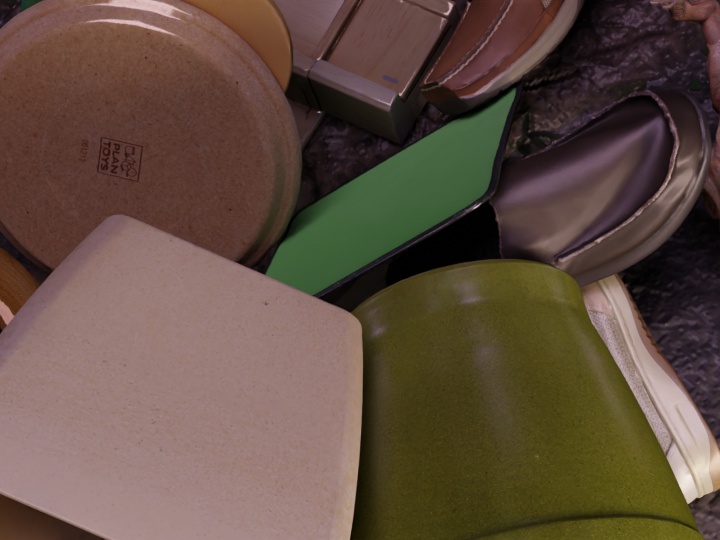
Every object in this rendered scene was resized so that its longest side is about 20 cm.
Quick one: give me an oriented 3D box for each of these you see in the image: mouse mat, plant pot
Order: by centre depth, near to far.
[{"bbox_3d":[-0.101,0.096,1.306,0.199,0.200,0.177,23,58,-4],"label":"plant pot"},{"bbox_3d":[0.066,0.105,1.344,0.200,0.200,0.193,-15,66,4],"label":"plant pot"},{"bbox_3d":[0.012,-0.033,1.438,0.161,0.200,0.008,-30,103,18],"label":"mouse mat"}]

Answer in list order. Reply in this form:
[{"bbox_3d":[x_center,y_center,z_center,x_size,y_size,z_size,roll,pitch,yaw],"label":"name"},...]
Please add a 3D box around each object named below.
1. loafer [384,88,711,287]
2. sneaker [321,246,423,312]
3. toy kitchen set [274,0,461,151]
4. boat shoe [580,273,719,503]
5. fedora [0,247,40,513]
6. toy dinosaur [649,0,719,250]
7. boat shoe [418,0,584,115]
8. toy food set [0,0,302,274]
[{"bbox_3d":[0.094,-0.025,1.399,0.200,0.071,0.073,-40,56,21],"label":"loafer"},{"bbox_3d":[0.000,0.000,1.488,0.079,0.074,0.200,34,75,30],"label":"sneaker"},{"bbox_3d":[-0.078,-0.141,1.509,0.200,0.181,0.163,24,73,21],"label":"toy kitchen set"},{"bbox_3d":[0.120,0.043,1.443,0.065,0.072,0.200,-28,68,-4],"label":"boat shoe"},{"bbox_3d":[-0.252,0.068,1.423,0.200,0.082,0.201,3,70,-8],"label":"fedora"},{"bbox_3d":[0.216,-0.107,1.483,0.086,0.136,0.200,19,40,25],"label":"toy dinosaur"},{"bbox_3d":[0.093,-0.174,1.535,0.074,0.076,0.200,46,66,-17],"label":"boat shoe"},{"bbox_3d":[-0.129,-0.073,1.493,0.197,0.200,0.049,-1,29,11],"label":"toy food set"}]
